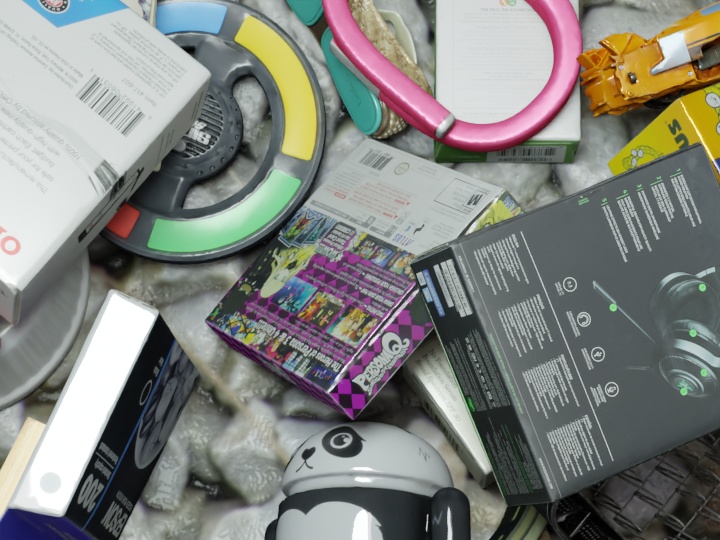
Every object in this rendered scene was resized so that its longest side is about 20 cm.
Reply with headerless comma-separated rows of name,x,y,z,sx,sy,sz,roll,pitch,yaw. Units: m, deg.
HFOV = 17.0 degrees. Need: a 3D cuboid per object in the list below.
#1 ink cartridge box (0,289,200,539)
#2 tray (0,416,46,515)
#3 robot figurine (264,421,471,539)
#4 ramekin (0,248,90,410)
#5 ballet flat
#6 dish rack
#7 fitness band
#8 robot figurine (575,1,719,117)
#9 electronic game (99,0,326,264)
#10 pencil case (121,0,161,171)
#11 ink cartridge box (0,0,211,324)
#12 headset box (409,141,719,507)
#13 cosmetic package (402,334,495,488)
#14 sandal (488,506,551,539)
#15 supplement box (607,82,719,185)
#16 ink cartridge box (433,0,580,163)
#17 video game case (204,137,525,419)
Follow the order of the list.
ink cartridge box,-0.178,0.129,1.606,0.043,0.198,0.201,25,79,10
tray,-0.250,0.203,1.639,0.037,0.099,0.201,25,78,5
robot figurine,0.001,0.201,1.619,0.149,0.125,0.201,2,70,4
ramekin,-0.292,-0.003,1.690,0.201,0.094,0.204,0,76,1
ballet flat,-0.008,-0.189,1.755,0.065,0.070,0.201,-19,79,-32
dish rack,0.212,0.124,1.638,0.200,0.054,0.153,-50,124,-9
fitness band,0.062,-0.175,1.694,0.200,0.037,0.144,42,80,8
robot figurine,0.252,-0.161,1.641,0.199,0.145,0.058,-22,90,-8
electronic game,-0.124,-0.102,1.736,0.199,0.042,0.201,-1,76,2
pencil case,-0.175,-0.159,1.698,0.089,0.078,0.201,-11,69,28
ink cartridge box,-0.217,-0.089,1.583,0.146,0.084,0.200,39,70,4
headset box,0.160,0.032,1.535,0.199,0.093,0.175,-23,90,-16
cosmetic package,0.137,0.051,1.684,0.200,0.071,0.105,-36,79,-7
sandal,0.111,0.203,1.650,0.057,0.080,0.201,34,79,-6
supplement box,0.291,-0.077,1.657,0.199,0.110,0.109,-21,77,-29
ink cartridge box,0.105,-0.180,1.744,0.103,0.059,0.201,0,77,1
video game case,0.000,0.000,1.646,0.181,0.200,0.036,-49,119,-10
